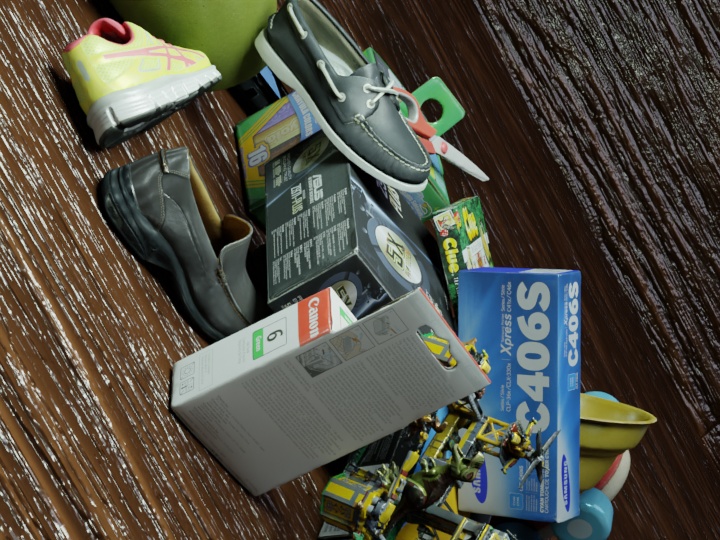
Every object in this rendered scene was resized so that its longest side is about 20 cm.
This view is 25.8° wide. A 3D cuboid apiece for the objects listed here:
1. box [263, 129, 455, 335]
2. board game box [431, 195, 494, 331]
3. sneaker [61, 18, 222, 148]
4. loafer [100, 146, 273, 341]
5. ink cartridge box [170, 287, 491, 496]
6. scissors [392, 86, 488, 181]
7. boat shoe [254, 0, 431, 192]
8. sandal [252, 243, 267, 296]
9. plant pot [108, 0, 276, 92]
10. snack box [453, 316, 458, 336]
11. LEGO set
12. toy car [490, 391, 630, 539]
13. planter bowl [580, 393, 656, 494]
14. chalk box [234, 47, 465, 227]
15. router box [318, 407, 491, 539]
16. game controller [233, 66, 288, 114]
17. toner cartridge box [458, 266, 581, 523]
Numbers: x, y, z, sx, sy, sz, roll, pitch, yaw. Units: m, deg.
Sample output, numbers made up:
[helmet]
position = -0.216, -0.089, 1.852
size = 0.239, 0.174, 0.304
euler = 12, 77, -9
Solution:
[box]
position = 0.000, 0.000, 1.296
size = 0.164, 0.086, 0.201
euler = 51, 19, -31
[board game box]
position = 0.098, -0.010, 1.421
size = 0.200, 0.023, 0.105
euler = -32, 106, -78
[sneaker]
position = -0.172, -0.160, 1.231
size = 0.091, 0.078, 0.200
euler = 56, 15, -4
[loafer]
position = -0.111, -0.011, 1.189
size = 0.200, 0.072, 0.073
euler = 51, 19, -39
[ink cartridge box]
position = -0.022, 0.074, 1.105
size = 0.109, 0.199, 0.051
euler = 52, 20, -34
[scissors]
position = 0.068, -0.120, 1.414
size = 0.199, 0.014, 0.074
euler = 2, 85, -55
[boat shoe]
position = -0.008, -0.148, 1.288
size = 0.200, 0.060, 0.075
euler = 45, 30, 14
[sandal]
position = -0.020, 0.050, 1.371
size = 0.200, 0.045, 0.075
euler = 51, 22, 12
[plant pot]
position = -0.145, -0.261, 1.337
size = 0.188, 0.186, 0.201
euler = -95, 169, -53
[snack box]
position = 0.090, 0.072, 1.458
size = 0.142, 0.199, 0.053
euler = -15, 91, -74
[LEGO set]
position = 0.074, 0.153, 1.157
size = 0.200, 0.115, 0.154
euler = -51, 141, -31
[toy car]
position = 0.152, 0.174, 1.596
size = 0.200, 0.177, 0.185
euler = 45, 32, -16
[planter bowl]
position = 0.170, 0.159, 1.465
size = 0.200, 0.199, 0.084
euler = -3, 102, -73
[chalk box]
position = 0.002, -0.108, 1.467
size = 0.124, 0.199, 0.124
euler = 46, 23, -44
[router box]
position = 0.050, 0.184, 1.310
size = 0.149, 0.051, 0.201
euler = 54, 41, -32
[game controller]
position = -0.118, -0.214, 1.548
size = 0.200, 0.042, 0.105
euler = 52, 19, -36
[toner cartridge box]
position = 0.130, 0.100, 1.288
size = 0.043, 0.094, 0.202
euler = -5, 96, -55
